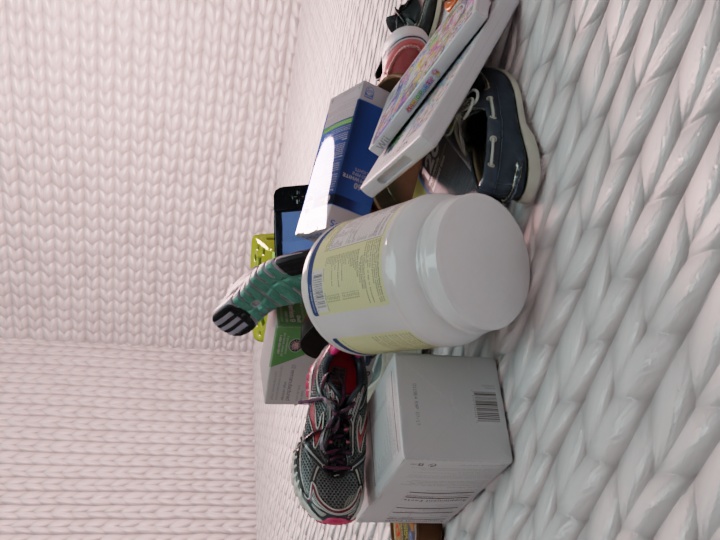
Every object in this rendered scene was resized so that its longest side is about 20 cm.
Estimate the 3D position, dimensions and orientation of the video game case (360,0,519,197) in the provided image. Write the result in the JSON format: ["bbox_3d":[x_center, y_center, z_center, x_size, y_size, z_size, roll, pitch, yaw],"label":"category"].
[{"bbox_3d":[0.082,-0.186,0.821,0.201,0.024,0.182,-60,10,-19],"label":"video game case"}]

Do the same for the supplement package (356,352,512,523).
[{"bbox_3d":[0.065,0.184,0.795,0.200,0.109,0.114,112,159,-54],"label":"supplement package"}]

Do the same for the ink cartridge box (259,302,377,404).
[{"bbox_3d":[-0.035,0.113,1.076,0.088,0.198,0.146,-108,27,-53],"label":"ink cartridge box"}]

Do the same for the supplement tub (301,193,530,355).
[{"bbox_3d":[0.050,0.006,0.739,0.199,0.144,0.146,-13,71,51],"label":"supplement tub"}]

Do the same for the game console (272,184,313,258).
[{"bbox_3d":[-0.064,-0.048,1.157,0.119,0.171,0.202,39,-132,-77],"label":"game console"}]

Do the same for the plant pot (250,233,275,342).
[{"bbox_3d":[-0.086,0.038,1.331,0.181,0.197,0.202,-157,66,-73],"label":"plant pot"}]

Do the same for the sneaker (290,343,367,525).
[{"bbox_3d":[-0.030,0.165,0.796,0.075,0.080,0.201,117,155,-55],"label":"sneaker"}]

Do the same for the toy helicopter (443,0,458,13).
[{"bbox_3d":[0.125,-0.414,0.885,0.200,0.078,0.133,131,152,-52],"label":"toy helicopter"}]

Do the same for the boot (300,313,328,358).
[{"bbox_3d":[0.000,0.000,0.975,0.188,0.068,0.201,-48,19,27],"label":"boot"}]

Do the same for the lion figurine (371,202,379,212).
[{"bbox_3d":[0.037,-0.058,1.146,0.123,0.072,0.201,-61,38,32],"label":"lion figurine"}]

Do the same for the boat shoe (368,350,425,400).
[{"bbox_3d":[0.051,0.138,1.016,0.062,0.072,0.201,-60,-17,-58],"label":"boat shoe"}]

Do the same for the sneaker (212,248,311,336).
[{"bbox_3d":[-0.118,0.007,0.996,0.199,0.074,0.088,-29,33,28],"label":"sneaker"}]

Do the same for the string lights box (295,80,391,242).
[{"bbox_3d":[-0.020,-0.137,0.996,0.103,0.059,0.202,-4,70,62],"label":"string lights box"}]

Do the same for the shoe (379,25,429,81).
[{"bbox_3d":[0.060,-0.251,1.086,0.200,0.071,0.092,109,160,-63],"label":"shoe"}]

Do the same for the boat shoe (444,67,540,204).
[{"bbox_3d":[0.125,-0.141,0.754,0.075,0.061,0.201,108,162,-48],"label":"boat shoe"}]

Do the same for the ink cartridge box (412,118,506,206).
[{"bbox_3d":[0.090,-0.065,0.870,0.200,0.047,0.199,-117,31,-48],"label":"ink cartridge box"}]

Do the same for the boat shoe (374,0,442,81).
[{"bbox_3d":[0.065,-0.347,1.090,0.200,0.066,0.075,114,158,-56],"label":"boat shoe"}]

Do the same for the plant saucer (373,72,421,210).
[{"bbox_3d":[0.059,-0.162,1.014,0.200,0.029,0.202,26,119,58],"label":"plant saucer"}]

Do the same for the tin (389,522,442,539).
[{"bbox_3d":[0.064,0.274,0.940,0.112,0.042,0.201,118,154,-52],"label":"tin"}]

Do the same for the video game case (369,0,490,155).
[{"bbox_3d":[0.081,-0.237,0.854,0.200,0.018,0.144,-49,15,38],"label":"video game case"}]
